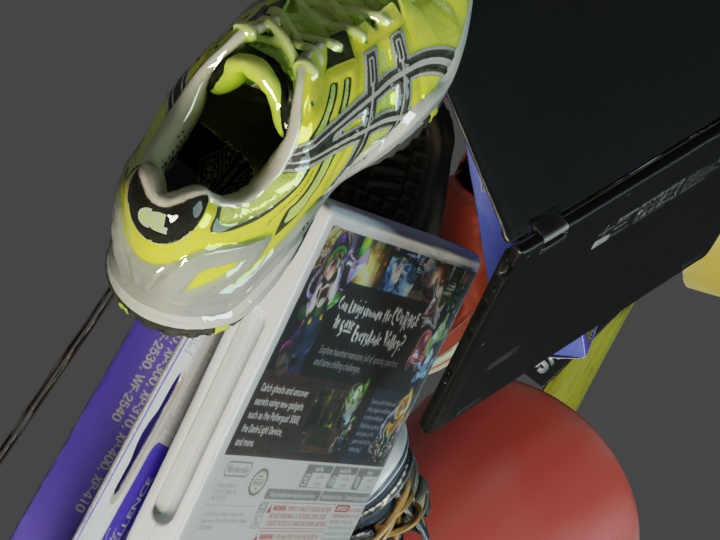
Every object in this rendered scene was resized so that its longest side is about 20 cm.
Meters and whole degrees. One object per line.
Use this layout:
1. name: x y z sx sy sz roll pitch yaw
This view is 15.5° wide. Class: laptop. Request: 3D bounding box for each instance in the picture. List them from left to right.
1. laptop: 0.083 -0.067 1.090 0.187 0.116 0.200 -30 157 -35

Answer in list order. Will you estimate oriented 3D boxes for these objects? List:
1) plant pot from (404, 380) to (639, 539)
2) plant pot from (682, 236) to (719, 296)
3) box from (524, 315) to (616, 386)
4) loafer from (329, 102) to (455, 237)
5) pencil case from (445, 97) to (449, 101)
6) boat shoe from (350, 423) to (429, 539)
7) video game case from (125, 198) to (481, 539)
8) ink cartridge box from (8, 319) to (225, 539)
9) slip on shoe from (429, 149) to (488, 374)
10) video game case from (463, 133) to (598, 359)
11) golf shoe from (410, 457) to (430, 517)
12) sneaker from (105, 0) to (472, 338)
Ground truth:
1. plant pot: 0.063 0.195 1.800 0.177 0.200 0.201 -35 155 -46
2. plant pot: 0.268 -0.056 1.340 0.200 0.141 0.200 -58 163 -29
3. box: 0.162 -0.041 1.490 0.159 0.046 0.200 -55 -177 -38
4. loafer: 0.000 0.000 1.192 0.068 0.075 0.201 -33 151 -57
5. pencil case: 0.120 -0.147 1.378 0.200 0.088 0.089 -52 167 -43
6. boat shoe: 0.003 0.112 1.285 0.071 0.091 0.200 -50 -170 -14
7. video game case: -0.025 0.063 1.073 0.183 0.023 0.200 -64 160 3
8. ink cartridge box: -0.081 0.066 1.048 0.199 0.043 0.200 -61 169 -6
9. slip on shoe: 0.068 -0.029 1.528 0.061 0.074 0.200 26 101 -45
10. video game case: 0.091 -0.094 1.185 0.182 0.045 0.201 -64 151 -49
11. golf shoe: -0.032 0.168 1.572 0.200 0.077 0.095 -57 153 -33
12. sneaker: -0.016 -0.067 0.921 0.200 0.075 0.076 -58 171 -23
